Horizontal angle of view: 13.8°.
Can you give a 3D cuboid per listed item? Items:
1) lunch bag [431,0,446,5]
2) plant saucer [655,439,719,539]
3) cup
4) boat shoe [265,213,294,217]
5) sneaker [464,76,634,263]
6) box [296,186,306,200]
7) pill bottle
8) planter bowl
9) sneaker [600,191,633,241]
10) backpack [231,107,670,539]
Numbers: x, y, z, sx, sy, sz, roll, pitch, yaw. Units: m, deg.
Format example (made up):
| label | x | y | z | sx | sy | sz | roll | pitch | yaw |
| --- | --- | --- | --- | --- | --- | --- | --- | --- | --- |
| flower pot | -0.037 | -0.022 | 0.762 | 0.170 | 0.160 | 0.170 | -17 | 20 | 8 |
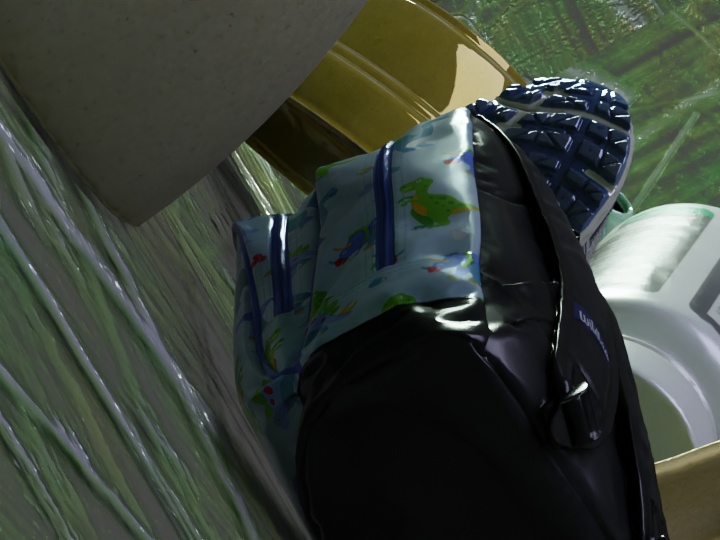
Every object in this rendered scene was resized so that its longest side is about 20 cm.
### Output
| label | x | y | z | sx | sy | sz | roll | pitch | yaw |
| --- | --- | --- | --- | --- | --- | --- | --- | --- | --- |
| lunch bag | -0.045 | -0.200 | 1.417 | 0.200 | 0.164 | 0.118 | 62 | 10 | 15 |
| plant saucer | 0.131 | 0.174 | 1.128 | 0.200 | 0.200 | 0.048 | 63 | -30 | 19 |
| cup | -0.058 | -0.136 | 0.921 | 0.201 | 0.143 | 0.200 | 60 | 4 | -6 |
| boat shoe | 0.000 | 0.000 | 1.215 | 0.075 | 0.073 | 0.200 | 61 | 4 | 4 |
| sneaker | 0.047 | 0.015 | 1.155 | 0.077 | 0.200 | 0.085 | 21 | -24 | 22 |
| box | 0.017 | -0.025 | 1.655 | 0.200 | 0.075 | 0.050 | 60 | 2 | -4 |
| pill bottle | 0.128 | 0.050 | 1.339 | 0.113 | 0.113 | 0.200 | 60 | 26 | -6 |
| planter bowl | 0.018 | -0.068 | 1.315 | 0.200 | 0.084 | 0.200 | 36 | -8 | 6 |
| sneaker | 0.089 | 0.018 | 1.470 | 0.074 | 0.118 | 0.201 | -96 | 164 | -53 |
| backpack | 0.027 | 0.033 | 0.968 | 0.163 | 0.154 | 0.200 | 56 | 27 | -31 |
